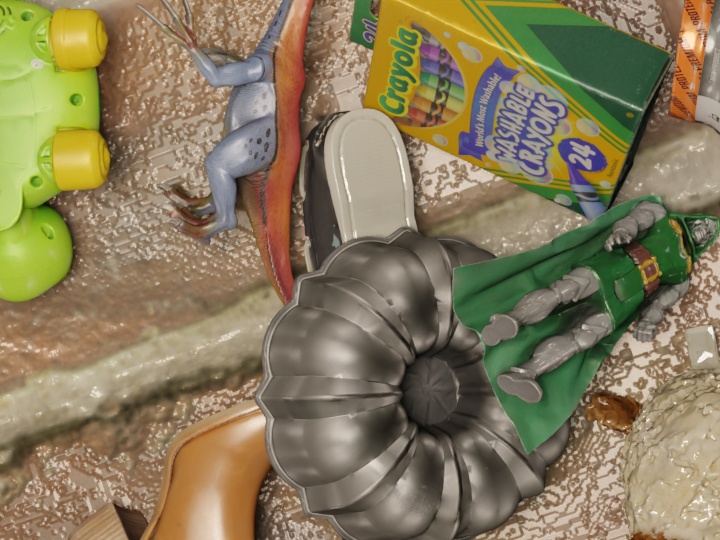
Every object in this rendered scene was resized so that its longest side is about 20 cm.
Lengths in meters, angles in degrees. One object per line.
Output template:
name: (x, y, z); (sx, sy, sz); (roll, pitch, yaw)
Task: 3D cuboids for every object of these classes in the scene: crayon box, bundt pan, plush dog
crayon box: (0.077, -0.119, 1.265); (0.200, 0.126, 0.052); (26, 61, 9)
bundt pan: (0.044, 0.072, 1.250); (0.202, 0.076, 0.202); (1, 86, -21)
plush dog: (0.203, 0.114, 1.220); (0.160, 0.172, 0.200); (29, 95, 9)

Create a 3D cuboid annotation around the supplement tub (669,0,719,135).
supplement tub: (0.288, -0.125, 1.235); (0.200, 0.123, 0.123); (8, 90, 9)

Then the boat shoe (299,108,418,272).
boat shoe: (0.000, 0.000, 1.311); (0.074, 0.060, 0.200); (-11, 92, -27)

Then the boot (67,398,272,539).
boot: (-0.079, 0.182, 1.296); (0.200, 0.074, 0.155); (-42, 63, 20)

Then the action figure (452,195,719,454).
action figure: (0.148, 0.010, 1.241); (0.055, 0.200, 0.118); (-1, 114, 48)

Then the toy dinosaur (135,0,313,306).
toy dinosaur: (-0.056, -0.105, 1.305); (0.200, 0.105, 0.182); (39, 101, -4)

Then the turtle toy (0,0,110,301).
turtle toy: (-0.223, -0.080, 1.325); (0.146, 0.101, 0.200); (-2, 90, 6)

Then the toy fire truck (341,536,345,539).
toy fire truck: (0.020, 0.251, 1.309); (0.141, 0.049, 0.200); (28, 93, 8)
